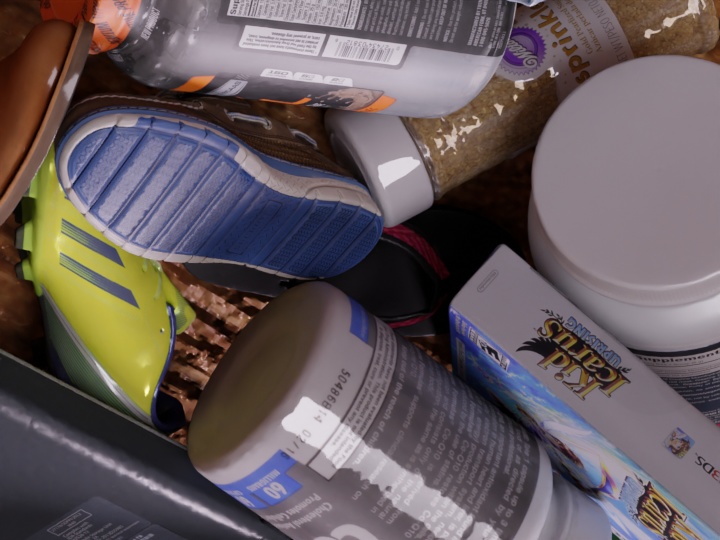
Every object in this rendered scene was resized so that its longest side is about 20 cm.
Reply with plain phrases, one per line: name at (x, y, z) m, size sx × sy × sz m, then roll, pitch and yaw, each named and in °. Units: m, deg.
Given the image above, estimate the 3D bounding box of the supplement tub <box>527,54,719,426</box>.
supplement tub at (0.160, -0.009, 1.215) m, size 0.140 × 0.140 × 0.200 m, roll -36°, pitch 154°, yaw -4°

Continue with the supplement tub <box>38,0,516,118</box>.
supplement tub at (-0.038, -0.138, 1.100) m, size 0.199 × 0.123 × 0.123 m, roll 5°, pitch 114°, yaw -27°

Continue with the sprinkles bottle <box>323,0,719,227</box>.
sprinkles bottle at (0.082, -0.097, 1.214) m, size 0.200 × 0.068 × 0.068 m, roll -29°, pitch 125°, yaw -10°

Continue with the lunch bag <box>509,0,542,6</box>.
lunch bag at (0.113, -0.229, 1.075) m, size 0.169 × 0.127 × 0.201 m, roll -22°, pitch 117°, yaw -50°

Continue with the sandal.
sandal at (0.000, 0.000, 1.239) m, size 0.200 × 0.045 × 0.075 m, roll 9°, pitch 110°, yaw -29°

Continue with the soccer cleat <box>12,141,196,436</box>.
soccer cleat at (-0.124, 0.003, 1.165) m, size 0.083 × 0.065 × 0.201 m, roll -6°, pitch 126°, yaw -4°

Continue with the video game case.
video game case at (0.125, 0.085, 1.209) m, size 0.045 × 0.181 × 0.200 m, roll -49°, pitch 167°, yaw -10°

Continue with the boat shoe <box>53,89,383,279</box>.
boat shoe at (-0.076, -0.048, 1.130) m, size 0.072 × 0.072 × 0.200 m, roll -46°, pitch 144°, yaw 17°

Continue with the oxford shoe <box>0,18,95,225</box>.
oxford shoe at (-0.181, -0.057, 1.059) m, size 0.071 × 0.071 × 0.200 m, roll 31°, pitch 139°, yaw -20°

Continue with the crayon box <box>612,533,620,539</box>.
crayon box at (0.218, 0.139, 1.375) m, size 0.200 × 0.119 × 0.058 m, roll -38°, pitch 126°, yaw -3°

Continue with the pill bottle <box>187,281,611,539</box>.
pill bottle at (0.023, 0.104, 1.196) m, size 0.200 × 0.114 × 0.114 m, roll 37°, pitch 97°, yaw -21°

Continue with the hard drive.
hard drive at (-0.153, 0.116, 1.197) m, size 0.139 × 0.033 × 0.200 m, roll -32°, pitch 133°, yaw 32°
